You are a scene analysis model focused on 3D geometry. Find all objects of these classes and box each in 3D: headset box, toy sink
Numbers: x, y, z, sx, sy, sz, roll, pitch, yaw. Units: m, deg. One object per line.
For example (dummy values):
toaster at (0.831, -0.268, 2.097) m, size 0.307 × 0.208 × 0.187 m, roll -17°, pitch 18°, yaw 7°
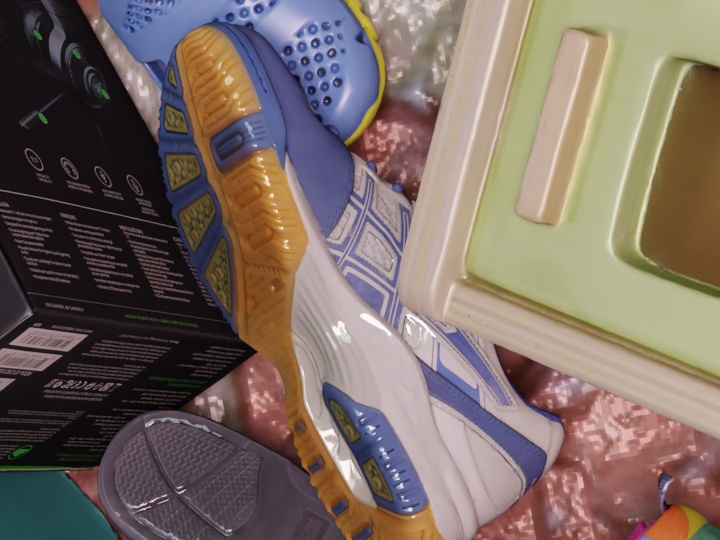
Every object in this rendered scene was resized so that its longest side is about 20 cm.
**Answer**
headset box at (-0.147, -0.038, 0.786) m, size 0.093 × 0.174 × 0.201 m, roll -35°, pitch 74°, yaw 16°
toy sink at (0.090, -0.036, 0.659) m, size 0.199 × 0.112 × 0.131 m, roll 24°, pitch 105°, yaw 36°

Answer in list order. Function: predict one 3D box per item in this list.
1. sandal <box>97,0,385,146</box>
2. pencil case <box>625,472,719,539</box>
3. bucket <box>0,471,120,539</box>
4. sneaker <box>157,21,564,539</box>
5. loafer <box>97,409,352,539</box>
sandal at (-0.077, -0.111, 0.815) m, size 0.200 × 0.087 × 0.080 m, roll 38°, pitch 101°, yaw 14°
pencil case at (0.159, 0.151, 0.725) m, size 0.199 × 0.088 × 0.089 m, roll 32°, pitch 100°, yaw 17°
bucket at (-0.179, 0.124, 0.794) m, size 0.207 × 0.207 × 0.135 m, roll 44°, pitch 99°, yaw 15°
sneaker at (0.000, 0.000, 0.783) m, size 0.075 × 0.088 × 0.201 m, roll -19°, pitch 97°, yaw 61°
loafer at (-0.006, 0.120, 0.808) m, size 0.199 × 0.063 × 0.072 m, roll 32°, pitch 70°, yaw 13°
